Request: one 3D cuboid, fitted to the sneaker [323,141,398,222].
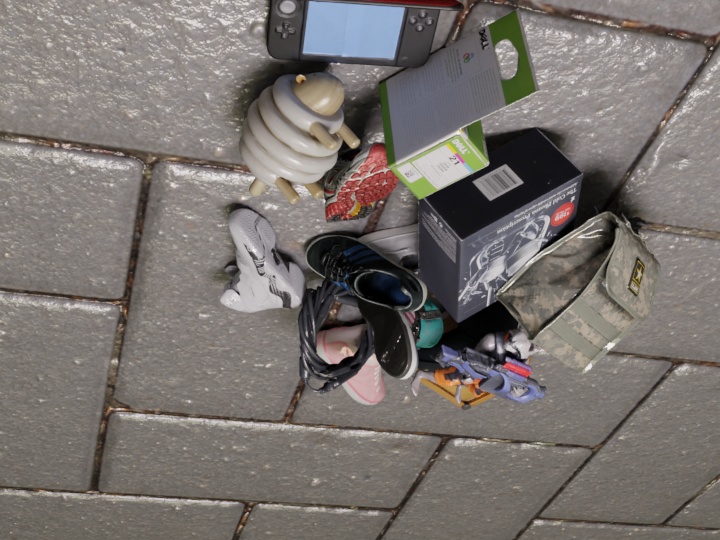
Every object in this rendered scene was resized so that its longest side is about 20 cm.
[{"bbox_3d":[-0.011,-0.124,1.339,0.077,0.083,0.200,-8,169,-21],"label":"sneaker"}]

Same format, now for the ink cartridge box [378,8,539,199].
[{"bbox_3d":[0.127,-0.197,1.245,0.199,0.149,0.076,-25,138,24],"label":"ink cartridge box"}]

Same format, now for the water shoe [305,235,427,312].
[{"bbox_3d":[0.000,0.000,1.485,0.199,0.072,0.079,21,-169,22],"label":"water shoe"}]

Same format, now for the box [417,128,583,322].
[{"bbox_3d":[0.184,-0.059,1.404,0.199,0.104,0.183,-28,147,-16],"label":"box"}]

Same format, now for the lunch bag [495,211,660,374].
[{"bbox_3d":[0.315,0.026,1.424,0.200,0.118,0.164,-45,140,11],"label":"lunch bag"}]

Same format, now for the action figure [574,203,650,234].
[{"bbox_3d":[0.379,-0.012,1.554,0.118,0.103,0.200,-11,145,11],"label":"action figure"}]

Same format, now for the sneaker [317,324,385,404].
[{"bbox_3d":[0.017,0.157,1.749,0.104,0.076,0.200,-17,137,23],"label":"sneaker"}]

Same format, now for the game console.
[{"bbox_3d":[-0.002,-0.268,1.165,0.198,0.119,0.173,2,142,-8],"label":"game console"}]

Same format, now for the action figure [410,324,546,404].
[{"bbox_3d":[0.160,0.125,1.479,0.193,0.105,0.199,-28,137,35],"label":"action figure"}]

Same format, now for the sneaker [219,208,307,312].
[{"bbox_3d":[-0.167,-0.004,1.521,0.114,0.076,0.200,-15,136,20],"label":"sneaker"}]

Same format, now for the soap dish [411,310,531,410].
[{"bbox_3d":[0.175,0.151,1.756,0.157,0.082,0.200,-29,135,28],"label":"soap dish"}]

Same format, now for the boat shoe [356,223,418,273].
[{"bbox_3d":[0.057,-0.015,1.537,0.198,0.069,0.072,-12,142,9],"label":"boat shoe"}]

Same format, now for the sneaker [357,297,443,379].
[{"bbox_3d":[0.074,0.097,1.549,0.120,0.201,0.084,20,120,-30],"label":"sneaker"}]

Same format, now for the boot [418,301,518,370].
[{"bbox_3d":[0.161,0.075,1.613,0.199,0.170,0.076,3,-179,32],"label":"boot"}]

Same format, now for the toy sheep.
[{"bbox_3d":[-0.084,-0.162,1.281,0.137,0.138,0.200,22,124,-31],"label":"toy sheep"}]

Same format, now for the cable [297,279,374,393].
[{"bbox_3d":[-0.032,0.087,1.600,0.051,0.199,0.165,0,109,40],"label":"cable"}]
